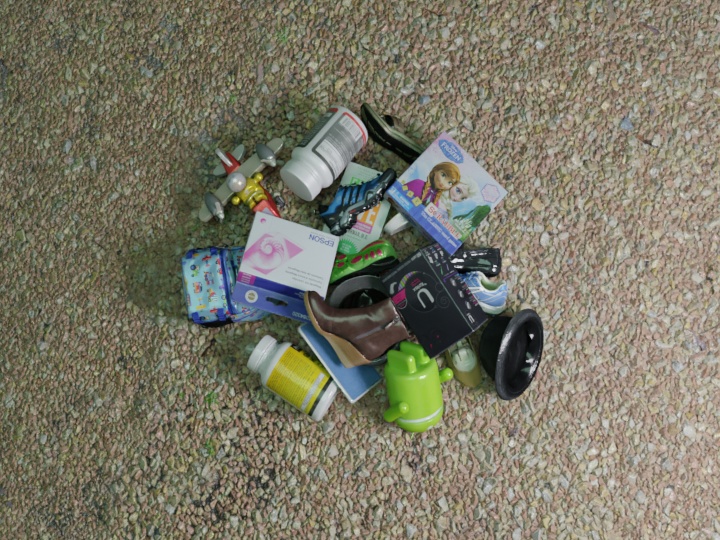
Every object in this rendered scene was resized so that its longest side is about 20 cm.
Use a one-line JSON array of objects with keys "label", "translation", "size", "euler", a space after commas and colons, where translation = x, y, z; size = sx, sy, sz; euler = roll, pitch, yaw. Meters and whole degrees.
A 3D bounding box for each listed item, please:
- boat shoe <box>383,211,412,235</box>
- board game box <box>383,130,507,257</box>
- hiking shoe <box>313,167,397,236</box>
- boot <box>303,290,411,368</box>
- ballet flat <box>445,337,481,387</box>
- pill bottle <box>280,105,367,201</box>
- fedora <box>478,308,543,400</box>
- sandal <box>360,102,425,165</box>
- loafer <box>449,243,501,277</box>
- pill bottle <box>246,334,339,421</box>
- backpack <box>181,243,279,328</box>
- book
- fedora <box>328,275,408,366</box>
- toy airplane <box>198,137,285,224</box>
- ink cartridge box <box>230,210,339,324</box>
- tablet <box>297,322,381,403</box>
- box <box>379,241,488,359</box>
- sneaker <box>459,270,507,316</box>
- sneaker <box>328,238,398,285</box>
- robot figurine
[{"label": "boat shoe", "translation": [0.147, -0.124, 1.592], "size": [0.198, 0.071, 0.070], "euler": [-30, 85, -3]}, {"label": "board game box", "translation": [0.187, -0.167, 1.551], "size": [0.200, 0.041, 0.200], "euler": [43, 77, 2]}, {"label": "hiking shoe", "translation": [-0.009, -0.168, 1.566], "size": [0.199, 0.074, 0.087], "euler": [-41, 81, 5]}, {"label": "boot", "translation": [-0.008, 0.093, 1.473], "size": [0.165, 0.072, 0.201], "euler": [-31, 102, 16]}, {"label": "ballet flat", "translation": [0.212, 0.162, 1.558], "size": [0.068, 0.063, 0.203], "euler": [-22, 82, 2]}, {"label": "pill bottle", "translation": [-0.083, -0.260, 1.583], "size": [0.113, 0.114, 0.201], "euler": [36, 72, 7]}, {"label": "fedora", "translation": [0.314, 0.171, 1.523], "size": [0.091, 0.200, 0.203], "euler": [19, 84, 42]}, {"label": "sandal", "translation": [0.080, -0.314, 1.626], "size": [0.200, 0.080, 0.058], "euler": [38, 70, 1]}, {"label": "loafer", "translation": [0.216, -0.029, 1.581], "size": [0.197, 0.068, 0.072], "euler": [5, 75, 0]}, {"label": "pill bottle", "translation": [-0.145, 0.230, 1.553], "size": [0.198, 0.112, 0.113], "euler": [32, 87, 7]}, {"label": "backpack", "translation": [-0.283, 0.030, 1.578], "size": [0.196, 0.135, 0.186], "euler": [-6, 82, 3]}, {"label": "book", "translation": [-0.002, -0.132, 1.622], "size": [0.132, 0.048, 0.203], "euler": [20, 88, 8]}, {"label": "fedora", "translation": [0.017, 0.105, 1.562], "size": [0.174, 0.090, 0.203], "euler": [-21, 96, 5]}, {"label": "toy airplane", "translation": [-0.268, -0.203, 1.598], "size": [0.196, 0.141, 0.204], "euler": [5, 89, 12]}, {"label": "ink cartridge box", "translation": [-0.160, -0.007, 1.529], "size": [0.193, 0.043, 0.203], "euler": [16, 68, -10]}, {"label": "tablet", "translation": [-0.045, 0.185, 1.553], "size": [0.201, 0.130, 0.014], "euler": [52, 125, 8]}, {"label": "box", "translation": [0.153, 0.060, 1.479], "size": [0.122, 0.106, 0.201], "euler": [-38, 82, 29]}, {"label": "sneaker", "translation": [0.228, 0.030, 1.553], "size": [0.197, 0.076, 0.078], "euler": [16, 123, 2]}, {"label": "sneaker", "translation": [0.000, 0.000, 1.561], "size": [0.198, 0.084, 0.077], "euler": [-19, 38, 37]}, {"label": "robot figurine", "translation": [0.114, 0.255, 1.510], "size": [0.115, 0.174, 0.203], "euler": [9, 118, 42]}]
